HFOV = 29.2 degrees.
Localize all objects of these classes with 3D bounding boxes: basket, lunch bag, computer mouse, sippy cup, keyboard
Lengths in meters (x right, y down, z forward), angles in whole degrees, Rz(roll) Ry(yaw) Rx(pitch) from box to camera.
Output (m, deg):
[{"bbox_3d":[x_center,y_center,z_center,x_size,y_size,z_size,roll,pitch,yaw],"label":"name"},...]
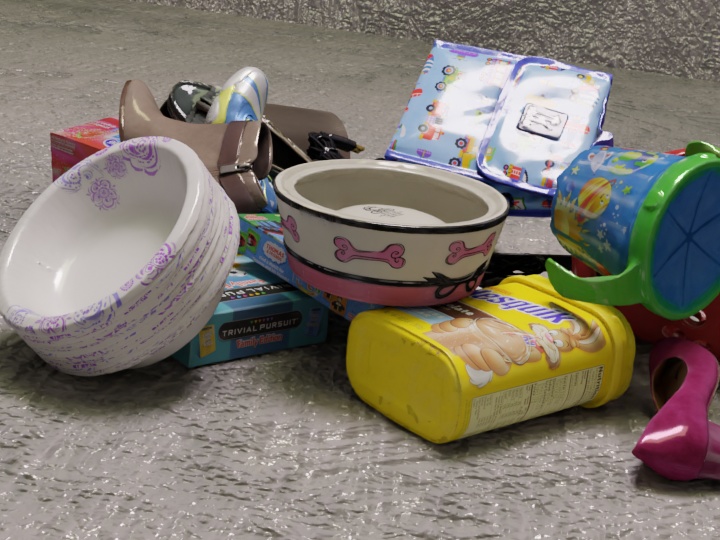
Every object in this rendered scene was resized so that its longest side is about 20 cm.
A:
[{"bbox_3d":[-0.122,-0.138,1.643,0.198,0.138,0.180,-1,13,-35],"label":"basket"},{"bbox_3d":[0.145,-0.126,1.318,0.197,0.095,0.152,9,58,24],"label":"lunch bag"},{"bbox_3d":[0.030,-0.101,1.526,0.198,0.047,0.140,11,18,-29],"label":"computer mouse"},{"bbox_3d":[0.235,-0.044,1.163,0.176,0.142,0.130,1,17,-42],"label":"sippy cup"},{"bbox_3d":[0.155,0.001,1.446,0.198,0.040,0.104,1,2,33],"label":"keyboard"}]

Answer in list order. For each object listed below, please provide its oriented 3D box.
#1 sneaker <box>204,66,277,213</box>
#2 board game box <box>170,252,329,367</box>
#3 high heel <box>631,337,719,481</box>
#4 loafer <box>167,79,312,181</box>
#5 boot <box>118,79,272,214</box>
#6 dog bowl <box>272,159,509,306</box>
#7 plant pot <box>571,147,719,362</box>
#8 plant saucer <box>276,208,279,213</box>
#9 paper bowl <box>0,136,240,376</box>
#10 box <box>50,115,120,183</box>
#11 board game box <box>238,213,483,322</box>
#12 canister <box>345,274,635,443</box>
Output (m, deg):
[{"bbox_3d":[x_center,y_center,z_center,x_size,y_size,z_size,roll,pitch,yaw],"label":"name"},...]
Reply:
[{"bbox_3d":[-0.114,-0.103,1.400,0.104,0.202,0.076,20,-5,24],"label":"sneaker"},{"bbox_3d":[-0.147,0.022,1.250,0.150,0.048,0.199,-9,22,-40],"label":"board game box"},{"bbox_3d":[0.238,0.103,1.100,0.095,0.068,0.201,14,29,-11],"label":"high heel"},{"bbox_3d":[-0.122,-0.149,1.486,0.199,0.072,0.063,35,-15,5],"label":"loafer"},{"bbox_3d":[-0.158,-0.118,1.347,0.144,0.203,0.070,-16,-25,14],"label":"boot"},{"bbox_3d":[0.023,-0.032,1.155,0.197,0.075,0.200,5,19,-2],"label":"dog bowl"},{"bbox_3d":[0.301,-0.018,1.303,0.180,0.203,0.200,4,15,22],"label":"plant pot"},{"bbox_3d":[-0.046,-0.029,1.435,0.197,0.028,0.201,-3,24,1],"label":"plant saucer"},{"bbox_3d":[-0.188,-0.003,1.119,0.198,0.105,0.202,-19,44,20],"label":"paper bowl"},{"bbox_3d":[-0.239,-0.096,1.501,0.198,0.097,0.099,20,29,38],"label":"box"},{"bbox_3d":[0.000,0.000,1.251,0.150,0.037,0.199,-3,26,-47],"label":"board game box"},{"bbox_3d":[0.105,0.069,1.126,0.198,0.088,0.148,-10,24,-39],"label":"canister"}]
